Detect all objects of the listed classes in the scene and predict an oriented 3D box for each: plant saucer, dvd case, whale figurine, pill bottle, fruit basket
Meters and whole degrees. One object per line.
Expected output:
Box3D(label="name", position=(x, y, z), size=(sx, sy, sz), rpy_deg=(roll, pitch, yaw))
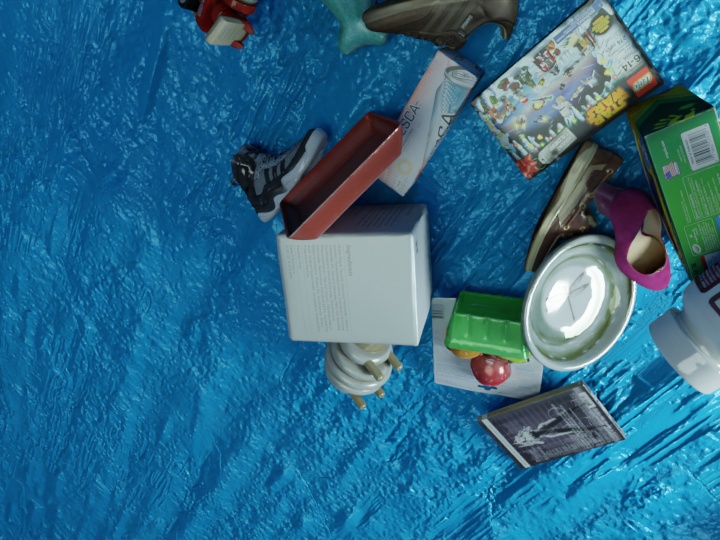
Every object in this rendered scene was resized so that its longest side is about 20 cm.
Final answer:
Box3D(label="plant saucer", position=(0.305, 0.043, 0.795), size=(0.197, 0.050, 0.204), rpy_deg=(-6, 108, -19))
Box3D(label="dvd case", position=(0.323, 0.268, 0.942), size=(0.199, 0.016, 0.149), rpy_deg=(-31, 114, 31))
Box3D(label="plant saucer", position=(-0.028, -0.130, 0.767), size=(0.199, 0.200, 0.037), rpy_deg=(-44, 111, 6))
Box3D(label="whale figurine", position=(-0.025, -0.389, 0.720), size=(0.156, 0.104, 0.203), rpy_deg=(-4, 116, 24))
Box3D(label="pill bottle", position=(0.402, 0.030, 0.550), size=(0.109, 0.110, 0.200), rpy_deg=(40, 121, -1))
Box3D(label="fruit basket", position=(0.210, 0.128, 0.909), size=(0.182, 0.094, 0.202), rpy_deg=(7, 133, 19))

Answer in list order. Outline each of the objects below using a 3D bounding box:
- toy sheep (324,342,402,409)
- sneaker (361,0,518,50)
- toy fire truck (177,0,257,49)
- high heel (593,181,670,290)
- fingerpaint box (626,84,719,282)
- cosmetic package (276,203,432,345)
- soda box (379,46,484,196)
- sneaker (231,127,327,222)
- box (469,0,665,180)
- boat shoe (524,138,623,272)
Box3D(label="toy sheep", position=(-0.003, 0.161, 0.979), size=(0.137, 0.138, 0.201), rpy_deg=(32, 128, 4))
Box3D(label="sneaker", position=(0.102, -0.315, 0.702), size=(0.196, 0.071, 0.077), rpy_deg=(-8, 120, 8))
Box3D(label="toy fire truck", position=(-0.163, -0.375, 0.718), size=(0.201, 0.127, 0.177), rpy_deg=(57, 130, 30))
Box3D(label="high heel", position=(0.374, -0.027, 0.716), size=(0.067, 0.096, 0.200), rpy_deg=(-44, 116, 8))
Box3D(label="fingerpaint box", position=(0.388, -0.099, 0.654), size=(0.072, 0.167, 0.202), rpy_deg=(-20, 107, 26))
Box3D(label="cosmetic package", position=(0.000, 0.000, 0.835), size=(0.196, 0.168, 0.169), rpy_deg=(0, 109, 15))
Box3D(label="soda box", position=(0.091, -0.209, 0.787), size=(0.068, 0.064, 0.201), rpy_deg=(35, 124, 3))
Box3D(label="sneaker", position=(-0.142, -0.176, 0.895), size=(0.114, 0.076, 0.200), rpy_deg=(41, 126, -4))
Box3D(label="box", position=(0.261, -0.232, 0.716), size=(0.199, 0.040, 0.137), rpy_deg=(-37, 98, 33))
Box3D(label="boat shoe", position=(0.294, -0.076, 0.767), size=(0.071, 0.072, 0.203), rpy_deg=(26, 116, 10))
